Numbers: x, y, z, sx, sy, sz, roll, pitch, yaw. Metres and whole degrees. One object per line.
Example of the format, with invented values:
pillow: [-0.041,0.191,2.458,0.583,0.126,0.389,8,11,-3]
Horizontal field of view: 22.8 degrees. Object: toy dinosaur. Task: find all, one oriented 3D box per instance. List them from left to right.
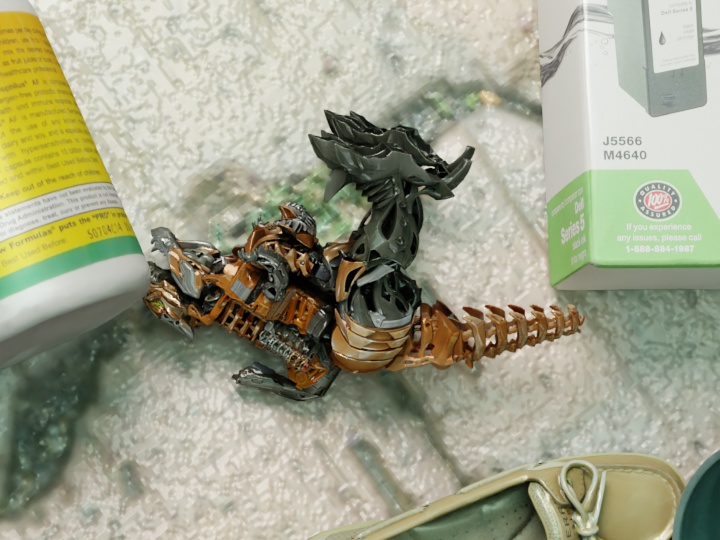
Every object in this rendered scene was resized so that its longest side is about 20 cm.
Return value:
toy dinosaur: [0.000,0.000,0.848,0.199,0.102,0.136,6,103,-20]

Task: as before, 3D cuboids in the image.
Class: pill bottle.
pill bottle: [-0.183,-0.060,0.810,0.113,0.113,0.200,-24,85,-10]

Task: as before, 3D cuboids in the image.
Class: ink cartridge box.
ink cartridge box: [0.167,-0.095,0.875,0.145,0.084,0.201,-1,81,-7]

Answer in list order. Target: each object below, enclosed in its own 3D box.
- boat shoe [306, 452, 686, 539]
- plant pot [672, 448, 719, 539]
boat shoe: [0.065,0.130,0.837,0.200,0.063,0.073,-9,82,-9]
plant pot: [0.264,0.125,0.814,0.134,0.200,0.200,-35,86,-38]
